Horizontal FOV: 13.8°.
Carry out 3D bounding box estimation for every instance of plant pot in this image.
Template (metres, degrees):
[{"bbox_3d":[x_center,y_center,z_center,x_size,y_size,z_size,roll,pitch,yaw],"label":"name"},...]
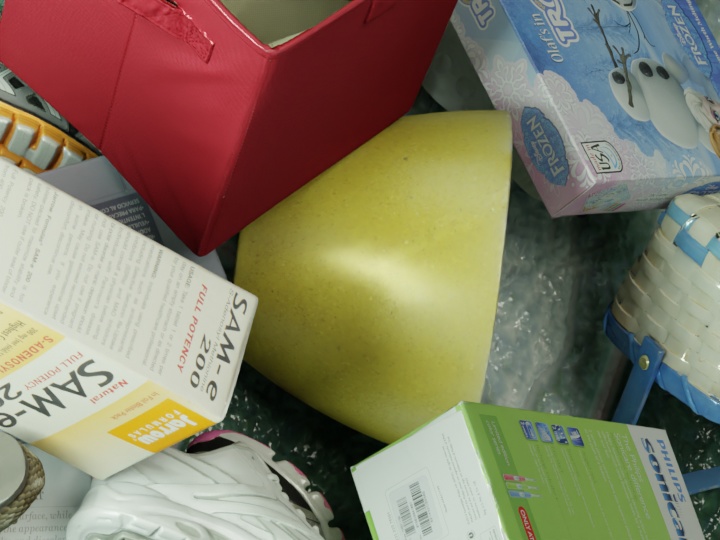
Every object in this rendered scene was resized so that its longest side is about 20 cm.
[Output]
[{"bbox_3d":[0.000,0.000,1.668,0.141,0.200,0.201,8,67,-3],"label":"plant pot"}]

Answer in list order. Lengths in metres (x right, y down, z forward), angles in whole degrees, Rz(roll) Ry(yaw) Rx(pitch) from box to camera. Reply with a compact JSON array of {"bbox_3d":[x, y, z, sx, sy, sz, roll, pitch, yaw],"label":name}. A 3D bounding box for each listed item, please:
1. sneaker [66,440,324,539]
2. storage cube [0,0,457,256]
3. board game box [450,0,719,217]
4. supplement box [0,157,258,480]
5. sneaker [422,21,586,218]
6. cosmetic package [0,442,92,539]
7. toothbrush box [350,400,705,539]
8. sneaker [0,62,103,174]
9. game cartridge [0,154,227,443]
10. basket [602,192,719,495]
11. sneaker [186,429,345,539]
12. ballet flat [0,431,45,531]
[{"bbox_3d":[-0.052,0.137,1.560,0.200,0.078,0.100,29,46,-20],"label":"sneaker"},{"bbox_3d":[-0.061,-0.151,1.551,0.171,0.180,0.200,43,55,14],"label":"storage cube"},{"bbox_3d":[0.143,-0.129,1.777,0.199,0.043,0.201,-6,64,-48],"label":"board game box"},{"bbox_3d":[-0.168,0.017,1.444,0.200,0.126,0.074,29,59,-23],"label":"supplement box"},{"bbox_3d":[0.114,-0.127,1.850,0.200,0.081,0.146,55,32,14],"label":"sneaker"},{"bbox_3d":[-0.201,0.084,1.564,0.101,0.074,0.201,0,75,-34],"label":"cosmetic package"},{"bbox_3d":[0.104,0.159,1.603,0.200,0.086,0.146,9,55,-50],"label":"toothbrush box"},{"bbox_3d":[-0.211,-0.099,1.624,0.200,0.078,0.077,30,50,-22],"label":"sneaker"},{"bbox_3d":[-0.159,0.017,1.553,0.200,0.041,0.134,-18,79,-38],"label":"game cartridge"},{"bbox_3d":[0.226,0.053,1.791,0.176,0.201,0.139,-13,44,-35],"label":"basket"},{"bbox_3d":[-0.050,0.184,1.623,0.087,0.074,0.200,-31,96,-42],"label":"sneaker"},{"bbox_3d":[-0.247,0.136,1.481,0.199,0.046,0.068,-24,62,4],"label":"ballet flat"}]
